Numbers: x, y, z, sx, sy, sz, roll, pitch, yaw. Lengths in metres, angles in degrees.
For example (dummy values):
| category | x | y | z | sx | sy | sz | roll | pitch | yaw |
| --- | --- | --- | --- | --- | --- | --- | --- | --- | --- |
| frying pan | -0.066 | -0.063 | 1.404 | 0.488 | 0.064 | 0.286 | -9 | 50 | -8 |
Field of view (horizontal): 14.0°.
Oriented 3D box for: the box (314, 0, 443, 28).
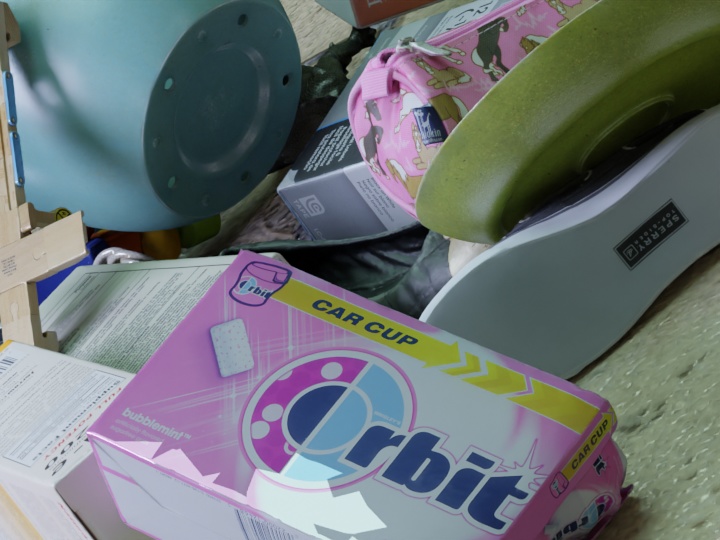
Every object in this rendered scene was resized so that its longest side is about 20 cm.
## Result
| category | x | y | z | sx | sy | sz | roll | pitch | yaw |
| --- | --- | --- | --- | --- | --- | --- | --- | --- | --- |
| box | 0.055 | -0.249 | 1.706 | 0.200 | 0.153 | 0.106 | -21 | 19 | -10 |

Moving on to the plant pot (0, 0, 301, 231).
| category | x | y | z | sx | sy | sz | roll | pitch | yaw |
| --- | --- | --- | --- | --- | --- | --- | --- | --- | --- |
| plant pot | -0.130 | -0.113 | 1.615 | 0.161 | 0.201 | 0.201 | 24 | 60 | 35 |

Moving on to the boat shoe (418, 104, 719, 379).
| category | x | y | z | sx | sy | sz | roll | pitch | yaw |
| --- | --- | --- | --- | --- | --- | --- | --- | --- | --- |
| boat shoe | 0.104 | -0.012 | 1.339 | 0.200 | 0.070 | 0.066 | -39 | 13 | -5 |

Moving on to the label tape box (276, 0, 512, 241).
| category | x | y | z | sx | sy | sz | roll | pitch | yaw |
| --- | --- | --- | --- | --- | --- | --- | --- | --- | --- |
| label tape box | 0.069 | -0.087 | 1.545 | 0.200 | 0.066 | 0.143 | -17 | 30 | 44 |

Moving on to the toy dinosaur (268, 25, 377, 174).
| category | x | y | z | sx | sy | sz | roll | pitch | yaw |
| --- | --- | --- | --- | --- | --- | --- | --- | --- | --- |
| toy dinosaur | -0.036 | -0.090 | 1.709 | 0.102 | 0.077 | 0.200 | -34 | 21 | -30 |

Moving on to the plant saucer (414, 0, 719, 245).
| category | x | y | z | sx | sy | sz | roll | pitch | yaw |
| --- | --- | --- | --- | --- | --- | --- | --- | --- | --- |
| plant saucer | 0.115 | -0.072 | 1.348 | 0.200 | 0.031 | 0.200 | -32 | -17 | -11 |

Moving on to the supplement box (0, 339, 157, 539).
| category | x | y | z | sx | sy | sz | roll | pitch | yaw |
| --- | --- | --- | --- | --- | --- | --- | --- | --- | --- |
| supplement box | -0.118 | 0.108 | 1.364 | 0.074 | 0.126 | 0.200 | -43 | 22 | -18 |

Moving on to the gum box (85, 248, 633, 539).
| category | x | y | z | sx | sy | sz | roll | pitch | yaw |
| --- | --- | --- | --- | --- | --- | --- | --- | --- | --- |
| gum box | 0.003 | 0.081 | 1.200 | 0.200 | 0.066 | 0.114 | 22 | 58 | 30 |

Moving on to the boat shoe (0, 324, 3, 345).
| category | x | y | z | sx | sy | sz | roll | pitch | yaw |
| --- | --- | --- | --- | --- | --- | --- | --- | --- | --- |
| boat shoe | -0.232 | 0.078 | 1.680 | 0.200 | 0.072 | 0.068 | -23 | 22 | 31 |

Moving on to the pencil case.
| category | x | y | z | sx | sy | sz | roll | pitch | yaw |
| --- | --- | --- | --- | --- | --- | --- | --- | --- | --- |
| pencil case | 0.093 | -0.099 | 1.433 | 0.200 | 0.083 | 0.087 | -27 | -27 | -26 |

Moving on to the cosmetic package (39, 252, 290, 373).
| category | x | y | z | sx | sy | sz | roll | pitch | yaw |
| --- | --- | --- | --- | --- | --- | --- | --- | --- | --- |
| cosmetic package | -0.099 | 0.057 | 1.490 | 0.103 | 0.087 | 0.200 | -51 | 25 | -24 |

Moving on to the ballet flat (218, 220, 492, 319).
| category | x | y | z | sx | sy | sz | roll | pitch | yaw |
| --- | --- | --- | --- | --- | --- | --- | --- | --- | --- |
| ballet flat | 0.000 | 0.000 | 1.490 | 0.200 | 0.057 | 0.067 | -17 | 30 | 43 |

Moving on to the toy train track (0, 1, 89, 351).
| category | x | y | z | sx | sy | sz | roll | pitch | yaw |
| --- | --- | --- | --- | --- | --- | --- | --- | --- | --- |
| toy train track | -0.175 | -0.041 | 1.513 | 0.115 | 0.032 | 0.201 | -22 | 70 | 39 |

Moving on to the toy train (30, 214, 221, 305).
| category | x | y | z | sx | sy | sz | roll | pitch | yaw |
| --- | --- | --- | --- | --- | --- | --- | --- | --- | --- |
| toy train | -0.125 | -0.012 | 1.700 | 0.116 | 0.085 | 0.200 | -36 | 17 | -34 |
